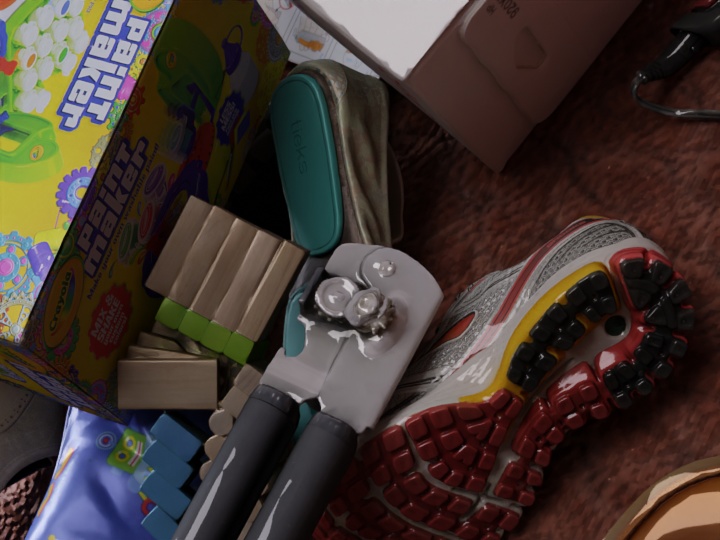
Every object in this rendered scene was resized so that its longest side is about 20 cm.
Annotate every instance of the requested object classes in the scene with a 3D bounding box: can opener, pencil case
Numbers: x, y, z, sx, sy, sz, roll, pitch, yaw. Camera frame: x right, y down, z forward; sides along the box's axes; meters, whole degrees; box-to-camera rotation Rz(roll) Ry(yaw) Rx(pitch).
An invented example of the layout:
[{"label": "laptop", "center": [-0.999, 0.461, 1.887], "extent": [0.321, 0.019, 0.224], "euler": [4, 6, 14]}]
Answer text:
[{"label": "can opener", "center": [-0.026, 0.076, 0.816], "extent": [0.052, 0.067, 0.201], "euler": [23, 66, 14]}, {"label": "pencil case", "center": [-0.125, 0.140, 0.924], "extent": [0.078, 0.086, 0.201], "euler": [133, 160, -69]}]

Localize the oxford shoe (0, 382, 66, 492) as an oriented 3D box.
[{"label": "oxford shoe", "center": [-0.181, 0.068, 1.042], "extent": [0.201, 0.075, 0.070], "euler": [-59, 6, -27]}]

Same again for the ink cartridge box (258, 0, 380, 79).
[{"label": "ink cartridge box", "center": [0.000, -0.170, 1.067], "extent": [0.160, 0.047, 0.201], "euler": [26, 91, 45]}]

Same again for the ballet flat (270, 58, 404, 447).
[{"label": "ballet flat", "center": [0.000, 0.000, 0.924], "extent": [0.067, 0.062, 0.202], "euler": [-8, 83, 45]}]

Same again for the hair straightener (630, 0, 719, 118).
[{"label": "hair straightener", "center": [0.201, -0.138, 0.875], "extent": [0.200, 0.041, 0.077], "euler": [-42, 44, 8]}]

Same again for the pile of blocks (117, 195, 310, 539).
[{"label": "pile of blocks", "center": [-0.065, 0.069, 0.896], "extent": [0.081, 0.062, 0.202], "euler": [3, 89, 7]}]

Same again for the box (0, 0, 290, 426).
[{"label": "box", "center": [-0.168, -0.063, 0.913], "extent": [0.192, 0.122, 0.201], "euler": [17, 75, 23]}]

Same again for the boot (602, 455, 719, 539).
[{"label": "boot", "center": [0.174, 0.127, 0.702], "extent": [0.200, 0.074, 0.155], "euler": [-42, 48, 12]}]

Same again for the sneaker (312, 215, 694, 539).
[{"label": "sneaker", "center": [0.056, 0.055, 0.854], "extent": [0.200, 0.078, 0.082], "euler": [-39, 24, 12]}]

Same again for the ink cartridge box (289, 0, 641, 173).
[{"label": "ink cartridge box", "center": [0.022, -0.174, 0.925], "extent": [0.200, 0.147, 0.145], "euler": [42, 94, 24]}]

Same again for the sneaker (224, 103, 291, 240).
[{"label": "sneaker", "center": [-0.076, -0.026, 0.997], "extent": [0.200, 0.075, 0.079], "euler": [-48, 38, 7]}]
